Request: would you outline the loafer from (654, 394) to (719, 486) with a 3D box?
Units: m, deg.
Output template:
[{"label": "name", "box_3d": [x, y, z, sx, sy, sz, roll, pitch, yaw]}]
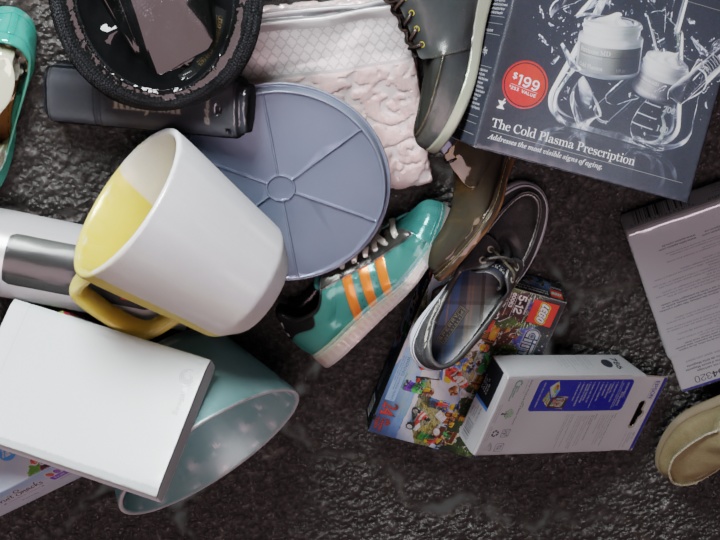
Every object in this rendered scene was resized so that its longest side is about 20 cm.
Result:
[{"label": "loafer", "box_3d": [0.371, 0.160, 1.786, 0.075, 0.068, 0.200, 20, 131, -31]}]

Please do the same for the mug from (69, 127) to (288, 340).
[{"label": "mug", "box_3d": [-0.155, -0.019, 1.584, 0.153, 0.186, 0.151, 34, 70, -25]}]

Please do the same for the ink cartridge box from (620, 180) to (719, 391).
[{"label": "ink cartridge box", "box_3d": [0.369, 0.002, 1.727, 0.194, 0.043, 0.201, -19, 123, 9]}]

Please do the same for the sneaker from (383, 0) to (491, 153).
[{"label": "sneaker", "box_3d": [0.049, -0.208, 1.543, 0.105, 0.075, 0.202, 13, 90, -13]}]

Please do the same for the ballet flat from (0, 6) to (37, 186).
[{"label": "ballet flat", "box_3d": [-0.334, -0.136, 1.598, 0.067, 0.071, 0.202, 15, 119, -11]}]

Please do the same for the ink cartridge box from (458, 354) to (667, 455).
[{"label": "ink cartridge box", "box_3d": [0.200, 0.132, 1.774, 0.198, 0.039, 0.100, 3, 123, -31]}]

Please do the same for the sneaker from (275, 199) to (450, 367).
[{"label": "sneaker", "box_3d": [0.000, 0.000, 1.692, 0.080, 0.072, 0.200, 37, 108, -17]}]

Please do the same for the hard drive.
[{"label": "hard drive", "box_3d": [-0.245, 0.114, 1.613, 0.198, 0.133, 0.026, 16, 160, 14]}]

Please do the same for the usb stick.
[{"label": "usb stick", "box_3d": [-0.186, -0.149, 1.578, 0.198, 0.033, 0.056, 7, 98, 18]}]

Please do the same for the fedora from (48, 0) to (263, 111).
[{"label": "fedora", "box_3d": [-0.169, -0.240, 1.522, 0.198, 0.092, 0.203, 0, 104, 1]}]

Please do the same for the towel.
[{"label": "towel", "box_3d": [-0.042, -0.150, 1.625, 0.197, 0.032, 0.193, -6, 121, 2]}]

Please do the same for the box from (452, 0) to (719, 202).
[{"label": "box", "box_3d": [0.200, -0.174, 1.545, 0.198, 0.104, 0.184, 13, 96, -11]}]

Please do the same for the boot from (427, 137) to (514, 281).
[{"label": "boot", "box_3d": [0.090, -0.096, 1.629, 0.096, 0.075, 0.201, 30, 92, -8]}]

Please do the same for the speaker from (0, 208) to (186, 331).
[{"label": "speaker", "box_3d": [-0.249, 0.000, 1.677, 0.198, 0.081, 0.082, 12, 120, -9]}]

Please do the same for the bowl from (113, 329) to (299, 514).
[{"label": "bowl", "box_3d": [-0.168, 0.132, 1.715, 0.201, 0.200, 0.105, -42, 70, 20]}]

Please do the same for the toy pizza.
[{"label": "toy pizza", "box_3d": [-0.071, -0.081, 1.628, 0.198, 0.032, 0.202, 0, 121, 0]}]

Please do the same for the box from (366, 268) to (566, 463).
[{"label": "box", "box_3d": [0.101, 0.085, 1.766, 0.135, 0.038, 0.202, 15, 119, -11]}]

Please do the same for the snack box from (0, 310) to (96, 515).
[{"label": "snack box", "box_3d": [-0.325, 0.144, 1.699, 0.199, 0.144, 0.053, -26, 152, 28]}]

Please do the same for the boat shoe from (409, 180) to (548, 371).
[{"label": "boat shoe", "box_3d": [0.113, 0.007, 1.664, 0.070, 0.066, 0.201, 37, 88, -12]}]
